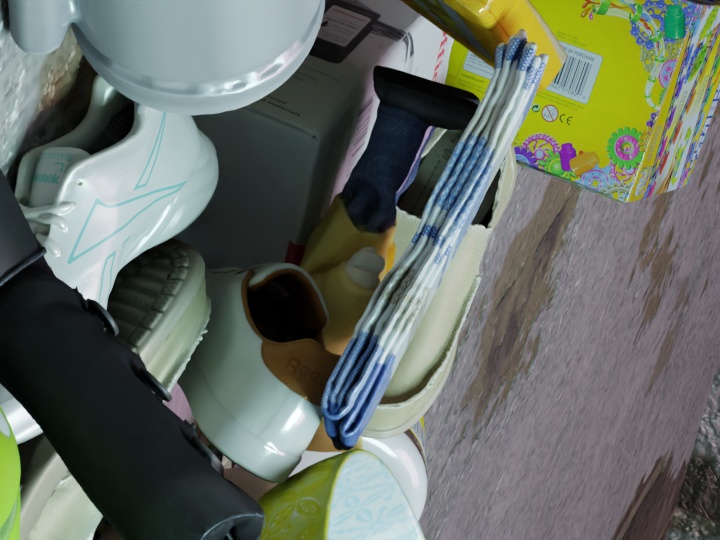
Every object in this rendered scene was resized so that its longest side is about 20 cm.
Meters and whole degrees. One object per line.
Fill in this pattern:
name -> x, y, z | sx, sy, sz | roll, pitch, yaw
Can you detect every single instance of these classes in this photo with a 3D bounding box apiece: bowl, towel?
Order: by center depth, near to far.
towel -> 0.032, -0.010, 1.351 | 0.200, 0.024, 0.147 | -63, 177, -6
bowl -> -0.030, 0.193, 1.385 | 0.200, 0.107, 0.201 | -14, 90, -74

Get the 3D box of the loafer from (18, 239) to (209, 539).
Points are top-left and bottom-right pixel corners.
loafer -> -0.134, 0.074, 1.354 | 0.200, 0.076, 0.068 | -55, 141, -14

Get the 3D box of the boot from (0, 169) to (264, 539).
boot -> -0.120, 0.037, 1.136 | 0.066, 0.200, 0.165 | -36, 163, 0

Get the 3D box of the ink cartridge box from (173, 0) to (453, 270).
ink cartridge box -> -0.029, -0.073, 1.552 | 0.200, 0.083, 0.145 | -50, 158, -52

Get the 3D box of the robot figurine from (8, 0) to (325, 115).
robot figurine -> -0.071, -0.144, 1.228 | 0.169, 0.113, 0.200 | -20, 149, -13

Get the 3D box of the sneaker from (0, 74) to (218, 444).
sneaker -> -0.139, -0.010, 1.307 | 0.200, 0.070, 0.080 | -61, 146, -28

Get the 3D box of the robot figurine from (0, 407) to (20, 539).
robot figurine -> -0.192, 0.112, 1.138 | 0.176, 0.115, 0.200 | -80, 179, -48

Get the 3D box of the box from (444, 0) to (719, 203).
box -> 0.106, -0.133, 1.718 | 0.193, 0.200, 0.122 | -15, 125, -73

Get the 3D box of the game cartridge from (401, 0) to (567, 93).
game cartridge -> 0.010, -0.160, 1.381 | 0.032, 0.176, 0.200 | -53, 166, 3

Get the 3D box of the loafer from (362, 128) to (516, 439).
loafer -> 0.029, -0.005, 1.565 | 0.068, 0.076, 0.200 | 88, 21, -64

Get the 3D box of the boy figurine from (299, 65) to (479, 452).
boy figurine -> 0.000, 0.000, 1.449 | 0.124, 0.064, 0.200 | -97, -155, -82

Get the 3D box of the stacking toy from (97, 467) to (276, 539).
stacking toy -> -0.054, 0.217, 1.530 | 0.200, 0.146, 0.146 | 53, 48, -23

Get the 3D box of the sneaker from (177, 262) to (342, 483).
sneaker -> -0.056, 0.024, 1.417 | 0.073, 0.200, 0.085 | 29, 101, -34

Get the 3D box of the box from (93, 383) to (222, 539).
box -> -0.109, 0.093, 1.605 | 0.110, 0.035, 0.200 | -51, 158, -48

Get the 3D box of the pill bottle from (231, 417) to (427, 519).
pill bottle -> -0.019, 0.073, 1.664 | 0.200, 0.109, 0.109 | -92, -166, -58
